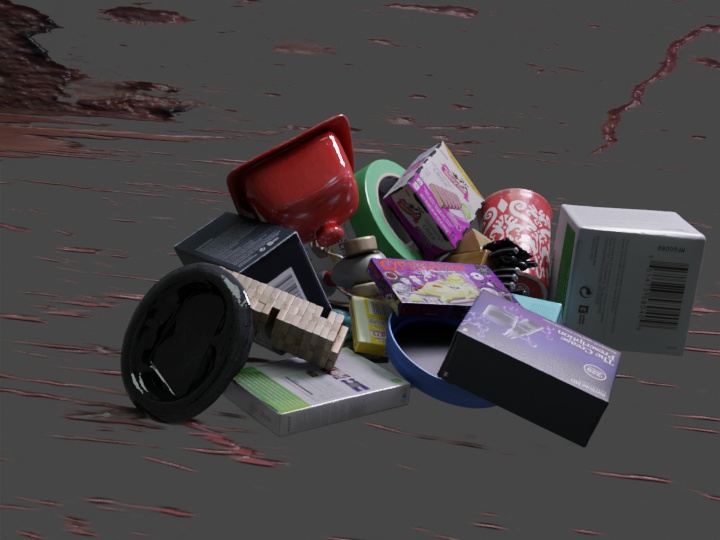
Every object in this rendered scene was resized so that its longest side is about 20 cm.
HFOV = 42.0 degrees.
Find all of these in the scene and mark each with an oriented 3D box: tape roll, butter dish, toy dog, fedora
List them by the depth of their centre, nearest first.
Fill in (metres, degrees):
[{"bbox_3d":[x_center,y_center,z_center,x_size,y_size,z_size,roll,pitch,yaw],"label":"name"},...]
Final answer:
[{"bbox_3d":[-0.197,0.094,1.153,0.200,0.201,0.092,15,-7,32],"label":"fedora"},{"bbox_3d":[-0.074,-0.100,1.384,0.200,0.199,0.148,-28,68,-8],"label":"butter dish"},{"bbox_3d":[0.000,0.000,1.453,0.096,0.132,0.200,-6,14,-26],"label":"toy dog"},{"bbox_3d":[0.059,-0.086,1.564,0.048,0.201,0.200,-28,-3,32],"label":"tape roll"}]

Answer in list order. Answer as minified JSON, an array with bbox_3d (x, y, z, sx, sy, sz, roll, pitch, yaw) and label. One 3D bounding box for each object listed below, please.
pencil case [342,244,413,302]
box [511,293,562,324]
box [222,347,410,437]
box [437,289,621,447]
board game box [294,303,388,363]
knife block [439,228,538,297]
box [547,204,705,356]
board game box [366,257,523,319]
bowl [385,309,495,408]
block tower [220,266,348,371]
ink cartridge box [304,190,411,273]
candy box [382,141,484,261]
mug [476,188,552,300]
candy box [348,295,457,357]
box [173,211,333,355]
[{"bbox_3d":[0.054,0.011,1.606,0.087,0.088,0.200,13,17,29],"label":"pencil case"},{"bbox_3d":[0.204,0.071,1.430,0.200,0.082,0.049,12,58,20],"label":"box"},{"bbox_3d":[-0.057,0.152,1.201,0.200,0.036,0.144,-6,19,-36],"label":"box"},{"bbox_3d":[0.217,0.119,1.190,0.200,0.079,0.141,25,30,11],"label":"box"},{"bbox_3d":[-0.042,0.092,1.416,0.135,0.028,0.200,0,17,-12],"label":"board game box"},{"bbox_3d":[0.187,0.025,1.489,0.064,0.200,0.176,32,25,-25],"label":"knife block"},{"bbox_3d":[0.417,0.010,1.502,0.200,0.199,0.171,5,17,2],"label":"box"},{"bbox_3d":[0.120,0.027,1.339,0.200,0.032,0.120,3,26,-27],"label":"board game box"},{"bbox_3d":[0.128,0.111,1.273,0.200,0.039,0.201,14,31,-9],"label":"bowl"},{"bbox_3d":[-0.116,0.060,1.223,0.200,0.054,0.058,21,39,3],"label":"block tower"},{"bbox_3d":[-0.040,-0.079,1.664,0.200,0.145,0.145,-19,3,30],"label":"ink cartridge box"},{"bbox_3d":[0.128,-0.119,1.583,0.061,0.136,0.200,-30,13,32],"label":"candy box"},{"bbox_3d":[0.283,-0.017,1.625,0.177,0.133,0.200,36,38,-24],"label":"mug"},{"bbox_3d":[0.084,0.092,1.342,0.200,0.026,0.102,11,37,-14],"label":"candy box"},{"bbox_3d":[-0.157,0.015,1.363,0.107,0.149,0.200,-38,32,-25],"label":"box"}]
